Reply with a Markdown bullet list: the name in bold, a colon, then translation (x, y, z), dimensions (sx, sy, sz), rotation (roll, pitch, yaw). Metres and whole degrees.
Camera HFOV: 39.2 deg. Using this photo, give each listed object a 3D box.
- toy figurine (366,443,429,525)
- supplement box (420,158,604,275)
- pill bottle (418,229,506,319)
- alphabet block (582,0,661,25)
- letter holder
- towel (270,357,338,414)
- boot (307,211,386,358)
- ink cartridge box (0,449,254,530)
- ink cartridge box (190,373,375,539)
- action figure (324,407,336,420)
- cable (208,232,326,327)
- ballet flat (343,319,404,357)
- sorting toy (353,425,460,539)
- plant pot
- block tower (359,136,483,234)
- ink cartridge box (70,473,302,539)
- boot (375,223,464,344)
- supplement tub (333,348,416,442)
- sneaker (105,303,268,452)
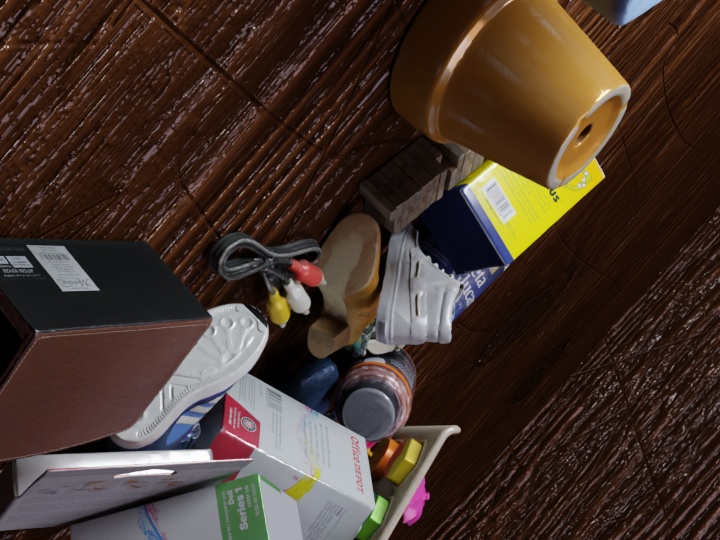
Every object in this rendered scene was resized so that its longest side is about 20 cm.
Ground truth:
- **toy figurine**: translation (0.021, 0.352, 1.665), dimensions (0.201, 0.184, 0.150), rotation (-51, 158, 11)
- **supplement box**: translation (0.186, -0.098, 1.251), dimensions (0.199, 0.110, 0.109), rotation (-39, -168, -26)
- **pill bottle**: translation (0.131, -0.018, 1.343), dimensions (0.200, 0.111, 0.111), rotation (-43, 158, -13)
- **alphabet block**: translation (0.213, -0.355, 0.805), dimensions (0.195, 0.200, 0.197), rotation (-35, 156, -30)
- **letter holder**: translation (-0.238, 0.061, 0.787), dimensions (0.143, 0.101, 0.199), rotation (-53, 158, 18)
- **towel**: translation (-0.116, 0.187, 1.307), dimensions (0.199, 0.048, 0.112), rotation (-30, 152, -38)
- **boot**: translation (0.000, 0.001, 1.209), dimensions (0.144, 0.070, 0.203), rotation (-39, 152, -57)
- **ink cartridge box**: translation (-0.225, 0.191, 0.941), dimensions (0.198, 0.045, 0.176), rotation (4, 148, -35)
- **ink cartridge box**: translation (-0.104, 0.238, 1.150), dimensions (0.145, 0.199, 0.146), rotation (-55, -164, 17)
- **action figure**: translation (-0.087, 0.275, 1.421), dimensions (0.199, 0.105, 0.194), rotation (-24, 165, -35)
- **cable**: translation (-0.084, -0.002, 1.039), dimensions (0.097, 0.050, 0.200), rotation (-48, 160, -2)
- **ballet flat**: translation (0.030, 0.085, 1.385), dimensions (0.199, 0.074, 0.075), rotation (-11, 139, -58)
- **sorting toy**: translation (0.024, 0.257, 1.187), dimensions (0.201, 0.036, 0.185), rotation (-53, -174, -16)
- **plant pot**: translation (0.161, -0.185, 1.014), dimensions (0.200, 0.183, 0.201), rotation (-39, 157, -20)
- **block tower**: translation (0.086, -0.122, 1.158), dimensions (0.199, 0.054, 0.058), rotation (-38, 156, -24)
- **ink cartridge box**: translation (-0.167, 0.279, 1.001), dimensions (0.197, 0.085, 0.145), rotation (-16, 155, 5)
- **boot**: translation (0.076, 0.016, 1.196), dimensions (0.201, 0.094, 0.074), rotation (-78, 170, -48)
- **supplement tub**: translation (0.020, 0.166, 1.371), dimensions (0.107, 0.107, 0.200), rotation (-52, -179, 10)
- **sneaker**: translation (-0.182, 0.130, 1.055), dimensions (0.200, 0.080, 0.147), rotation (-42, 166, -24)
